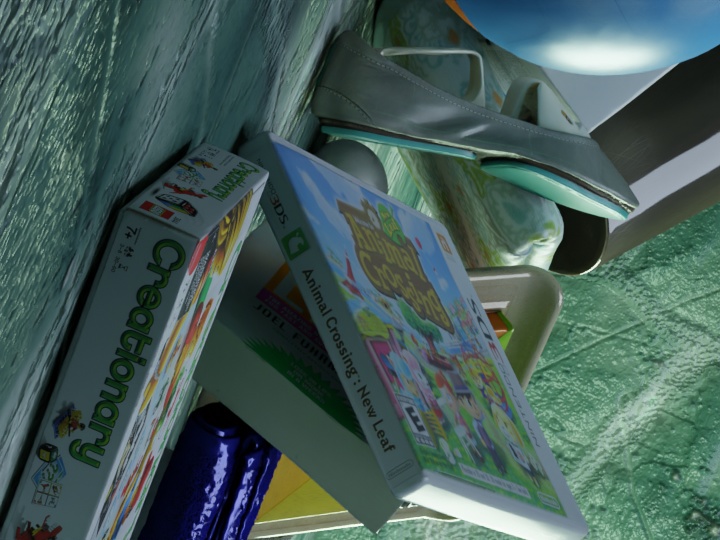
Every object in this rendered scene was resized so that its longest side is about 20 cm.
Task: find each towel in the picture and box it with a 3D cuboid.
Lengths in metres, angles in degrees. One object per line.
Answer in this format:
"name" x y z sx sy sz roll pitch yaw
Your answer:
"towel" -0.084 0.154 1.276 0.148 0.049 0.201 -39 152 -80
"towel" 0.062 -0.070 1.583 0.048 0.172 0.200 -26 168 -8

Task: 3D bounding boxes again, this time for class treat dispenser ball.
"treat dispenser ball" 0.112 -0.189 1.231 0.201 0.200 0.202 23 90 -86

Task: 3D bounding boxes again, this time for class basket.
"basket" 0.181 -0.089 1.695 0.200 0.136 0.180 -30 -174 -31

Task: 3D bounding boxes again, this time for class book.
"book" -0.020 0.043 1.292 0.048 0.133 0.200 -50 -178 16

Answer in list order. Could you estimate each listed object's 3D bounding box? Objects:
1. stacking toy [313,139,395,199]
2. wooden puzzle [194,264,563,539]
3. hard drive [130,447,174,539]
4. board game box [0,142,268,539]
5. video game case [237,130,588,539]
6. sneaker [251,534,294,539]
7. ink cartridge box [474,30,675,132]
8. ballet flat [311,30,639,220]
"stacking toy" 0.000 0.000 1.570 0.201 0.146 0.146 85 23 -44
"wooden puzzle" 0.003 0.080 1.504 0.037 0.199 0.185 56 -44 43
"hard drive" -0.118 0.151 1.349 0.200 0.025 0.132 75 38 -84
"board game box" -0.096 0.057 1.050 0.126 0.034 0.201 -55 167 -73
"video game case" 0.028 0.036 1.263 0.022 0.183 0.200 -32 157 17
"sneaker" -0.101 0.190 1.581 0.118 0.074 0.201 -50 -168 22
"ink cartridge box" 0.136 -0.138 1.516 0.116 0.068 0.200 -39 -169 -5
"ballet flat" 0.069 -0.080 1.428 0.067 0.199 0.064 8 -97 65
